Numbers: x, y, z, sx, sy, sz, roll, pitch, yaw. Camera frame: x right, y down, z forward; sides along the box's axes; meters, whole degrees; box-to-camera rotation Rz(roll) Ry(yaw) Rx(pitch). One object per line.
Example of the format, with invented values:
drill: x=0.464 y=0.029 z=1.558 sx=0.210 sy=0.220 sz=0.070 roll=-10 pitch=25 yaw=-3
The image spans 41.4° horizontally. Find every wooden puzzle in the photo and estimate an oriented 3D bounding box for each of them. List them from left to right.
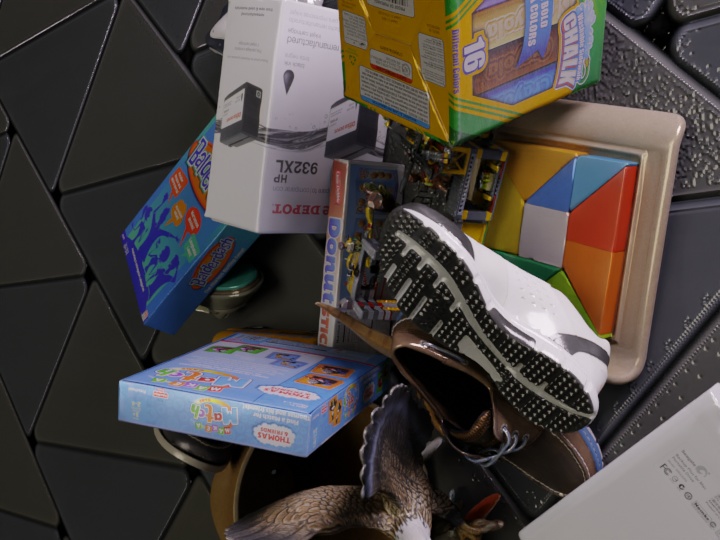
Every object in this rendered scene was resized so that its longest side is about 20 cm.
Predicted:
wooden puzzle: x=0.148 y=-0.031 z=0.738 sx=0.185 sy=0.037 sz=0.200 roll=19 pitch=105 yaw=46

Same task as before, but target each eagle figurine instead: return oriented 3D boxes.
eagle figurine: x=0.015 y=0.174 z=0.727 sx=0.151 sy=0.200 sz=0.152 roll=-5 pitch=56 yaw=51

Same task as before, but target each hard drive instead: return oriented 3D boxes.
hard drive: x=0.216 y=0.187 z=0.658 sx=0.132 sy=0.026 sz=0.200 roll=52 pitch=128 yaw=17

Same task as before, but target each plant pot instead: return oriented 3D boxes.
plant pot: x=-0.066 y=0.215 z=0.892 sx=0.200 sy=0.186 sz=0.187 roll=-20 pitch=76 yaw=60

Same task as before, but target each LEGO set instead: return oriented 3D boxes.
LEGO set: x=0.030 y=-0.049 z=0.774 sx=0.154 sy=0.116 sz=0.200 roll=-120 pitch=39 yaw=-53

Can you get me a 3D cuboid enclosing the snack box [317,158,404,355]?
snack box: x=0.000 y=0.000 z=0.874 sx=0.024 sy=0.072 sz=0.200 roll=13 pitch=100 yaw=48

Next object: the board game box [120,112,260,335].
board game box: x=-0.177 y=-0.053 z=1.030 sx=0.200 sy=0.045 sz=0.152 roll=-47 pitch=43 yaw=19

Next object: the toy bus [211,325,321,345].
toy bus: x=-0.086 y=0.094 z=0.967 sx=0.200 sy=0.078 sz=0.065 roll=0 pitch=91 yaw=48

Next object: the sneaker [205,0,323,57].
sneaker: x=-0.102 y=-0.211 z=0.977 sx=0.129 sy=0.079 sz=0.200 roll=-7 pitch=86 yaw=49

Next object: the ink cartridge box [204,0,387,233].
ink cartridge box: x=-0.052 y=-0.137 z=0.873 sx=0.084 sy=0.145 sz=0.200 roll=18 pitch=104 yaw=44

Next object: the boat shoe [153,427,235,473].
boat shoe: x=-0.133 y=0.118 z=0.851 sx=0.063 sy=0.073 sz=0.200 roll=-60 pitch=6 yaw=7

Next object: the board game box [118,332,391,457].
board game box: x=-0.075 y=0.092 z=0.764 sx=0.151 sy=0.200 sz=0.037 roll=8 pitch=98 yaw=17

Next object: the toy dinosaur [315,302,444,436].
toy dinosaur: x=0.063 y=0.077 z=0.793 sx=0.200 sy=0.060 sz=0.106 roll=12 pitch=123 yaw=11

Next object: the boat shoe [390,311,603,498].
boat shoe: x=0.096 y=0.109 z=0.715 sx=0.200 sy=0.072 sz=0.072 roll=41 pitch=128 yaw=-1

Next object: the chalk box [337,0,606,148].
chalk box: x=0.097 y=-0.192 z=0.688 sx=0.124 sy=0.200 sz=0.124 roll=33 pitch=138 yaw=43

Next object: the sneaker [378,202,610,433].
sneaker: x=0.096 y=0.025 z=0.684 sx=0.200 sy=0.080 sz=0.074 roll=45 pitch=133 yaw=2

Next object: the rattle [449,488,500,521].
rattle: x=0.048 y=0.289 z=0.786 sx=0.130 sy=0.143 sz=0.200 roll=-141 pitch=53 yaw=-61

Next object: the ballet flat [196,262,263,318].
ballet flat: x=-0.166 y=0.021 z=1.077 sx=0.200 sy=0.067 sz=0.064 roll=12 pitch=127 yaw=48
